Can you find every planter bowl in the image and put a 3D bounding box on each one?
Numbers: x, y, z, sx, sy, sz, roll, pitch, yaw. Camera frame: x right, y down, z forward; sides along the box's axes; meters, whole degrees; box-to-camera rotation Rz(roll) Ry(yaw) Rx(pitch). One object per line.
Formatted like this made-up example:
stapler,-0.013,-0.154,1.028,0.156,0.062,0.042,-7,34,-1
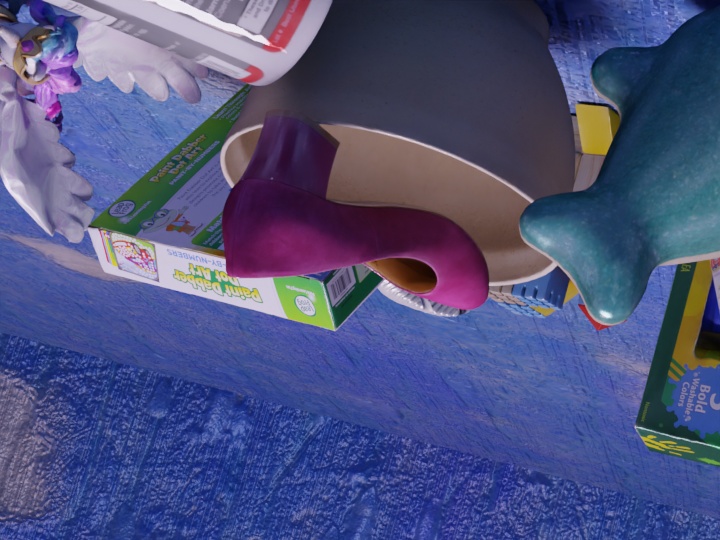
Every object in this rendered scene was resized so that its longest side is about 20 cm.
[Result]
planter bowl,0.035,-0.094,1.289,0.200,0.135,0.200,15,161,5

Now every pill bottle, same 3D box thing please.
pill bottle,-0.116,-0.180,1.160,0.200,0.114,0.114,21,168,-22

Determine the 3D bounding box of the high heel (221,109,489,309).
high heel,0.000,0.000,1.227,0.067,0.096,0.200,2,155,36

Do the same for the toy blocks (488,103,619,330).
toy blocks,0.125,-0.031,1.500,0.200,0.137,0.100,9,167,36

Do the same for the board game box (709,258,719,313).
board game box,0.258,-0.022,1.278,0.134,0.034,0.200,18,-146,-12

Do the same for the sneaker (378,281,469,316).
sneaker,0.045,-0.020,1.743,0.129,0.080,0.199,13,-160,41

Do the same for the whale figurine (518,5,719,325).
whale figurine,0.177,-0.059,1.158,0.159,0.200,0.104,51,158,13

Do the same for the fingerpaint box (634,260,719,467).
fingerpaint box,0.277,0.029,1.412,0.167,0.200,0.073,13,168,18

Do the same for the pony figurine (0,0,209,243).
pony figurine,-0.225,-0.136,1.519,0.200,0.167,0.193,27,171,41

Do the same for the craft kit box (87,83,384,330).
craft kit box,-0.040,-0.053,1.472,0.197,0.200,0.049,16,136,35
